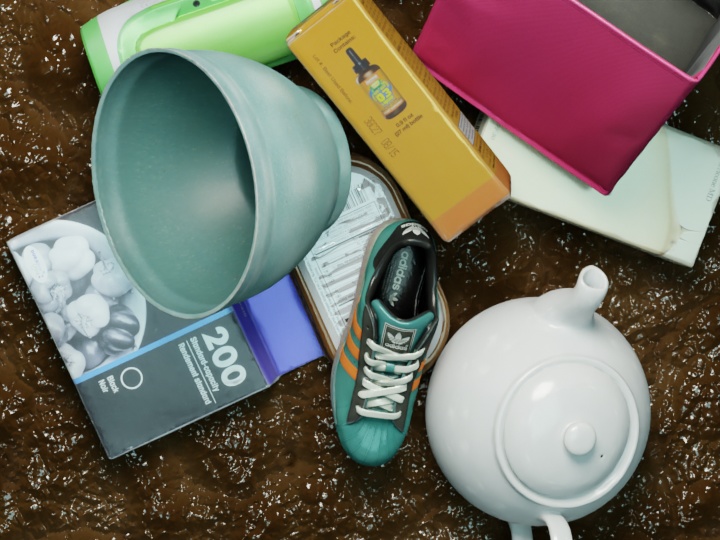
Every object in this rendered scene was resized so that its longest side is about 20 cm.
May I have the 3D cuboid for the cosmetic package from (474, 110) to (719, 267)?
[{"bbox_3d":[0.188,-0.085,1.497,0.199,0.073,0.104,19,93,-4],"label":"cosmetic package"}]

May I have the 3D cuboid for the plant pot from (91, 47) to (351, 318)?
[{"bbox_3d":[-0.092,-0.074,1.404,0.134,0.200,0.202,-13,97,-41],"label":"plant pot"}]

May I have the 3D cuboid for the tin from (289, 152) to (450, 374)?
[{"bbox_3d":[0.000,0.000,1.507,0.112,0.042,0.201,-24,96,0],"label":"tin"}]

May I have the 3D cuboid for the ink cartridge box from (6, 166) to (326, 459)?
[{"bbox_3d":[-0.154,0.024,1.497,0.199,0.043,0.199,-25,96,-3],"label":"ink cartridge box"}]

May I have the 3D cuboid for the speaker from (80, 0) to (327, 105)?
[{"bbox_3d":[-0.115,-0.190,1.460,0.199,0.088,0.089,-19,96,-2],"label":"speaker"}]

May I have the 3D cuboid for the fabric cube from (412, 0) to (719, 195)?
[{"bbox_3d":[0.183,-0.216,1.378,0.196,0.199,0.200,34,67,4],"label":"fabric cube"}]

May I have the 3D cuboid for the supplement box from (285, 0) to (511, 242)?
[{"bbox_3d":[0.031,-0.122,1.409,0.066,0.069,0.200,-35,104,16],"label":"supplement box"}]

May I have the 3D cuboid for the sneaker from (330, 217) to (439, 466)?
[{"bbox_3d":[0.020,0.059,1.454,0.071,0.080,0.201,8,94,-7],"label":"sneaker"}]

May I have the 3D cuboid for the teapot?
[{"bbox_3d":[0.150,0.123,1.464,0.197,0.146,0.200,-40,106,-4],"label":"teapot"}]
